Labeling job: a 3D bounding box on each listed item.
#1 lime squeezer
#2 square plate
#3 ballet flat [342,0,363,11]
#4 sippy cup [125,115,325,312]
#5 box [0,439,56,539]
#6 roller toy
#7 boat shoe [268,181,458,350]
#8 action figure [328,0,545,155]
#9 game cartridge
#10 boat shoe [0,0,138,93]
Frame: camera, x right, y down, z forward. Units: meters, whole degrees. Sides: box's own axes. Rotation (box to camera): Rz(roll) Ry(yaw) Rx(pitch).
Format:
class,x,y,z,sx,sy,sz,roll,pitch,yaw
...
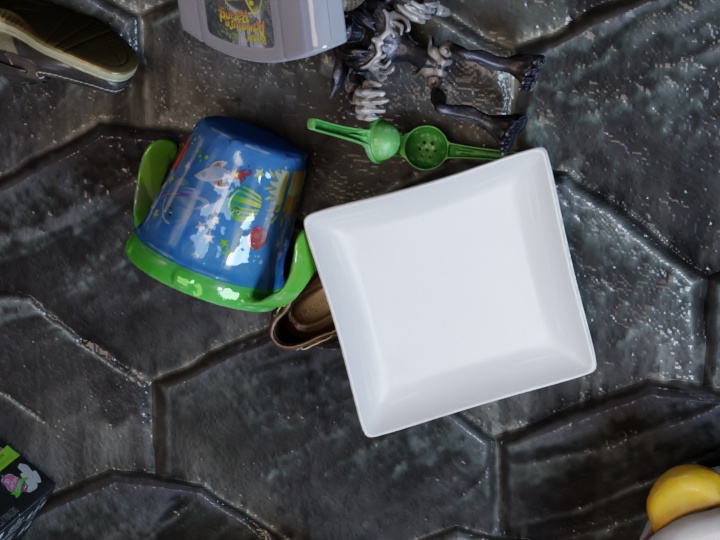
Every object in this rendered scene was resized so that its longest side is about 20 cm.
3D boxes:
class,x,y,z,sx,sy,sz,roll,pitch,yaw
lime squeezer,0.038,-0.097,1.506,0.199,0.071,0.038,8,105,-24
square plate,0.073,0.017,1.526,0.199,0.028,0.199,-16,110,-2
ballet flat,-0.043,-0.292,1.473,0.046,0.067,0.200,-27,81,44
sippy cup,-0.108,-0.052,1.561,0.177,0.140,0.131,23,103,2
box,-0.412,0.203,1.738,0.200,0.149,0.124,37,117,6
roller toy,0.301,0.255,1.499,0.182,0.140,0.201,17,111,14
boat shoe,0.004,0.005,1.562,0.202,0.075,0.075,-41,90,26
action figure,0.038,-0.168,1.479,0.200,0.102,0.119,23,99,12
game cartridge,-0.086,-0.231,1.482,0.200,0.041,0.133,18,125,51
boat shoe,-0.279,-0.188,1.610,0.200,0.072,0.066,24,122,14
